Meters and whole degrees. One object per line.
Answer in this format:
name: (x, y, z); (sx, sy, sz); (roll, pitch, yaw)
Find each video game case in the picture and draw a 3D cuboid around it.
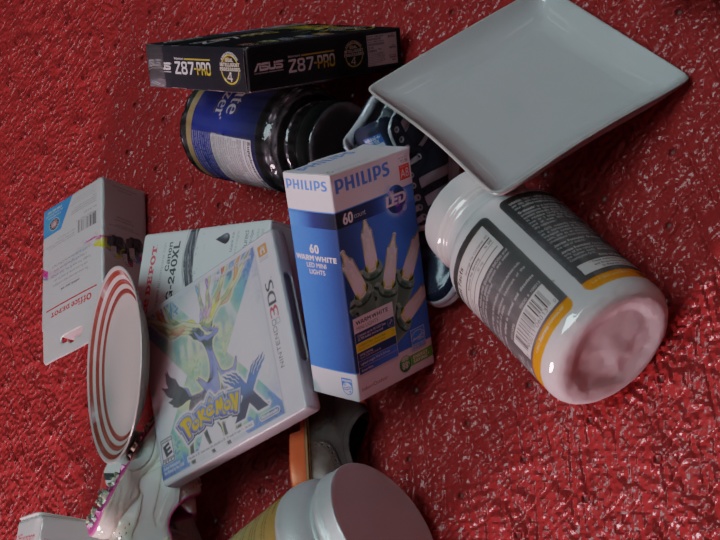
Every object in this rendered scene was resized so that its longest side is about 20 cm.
video game case: (-0.129, 0.085, 1.229); (0.200, 0.022, 0.182); (-32, 58, 34)

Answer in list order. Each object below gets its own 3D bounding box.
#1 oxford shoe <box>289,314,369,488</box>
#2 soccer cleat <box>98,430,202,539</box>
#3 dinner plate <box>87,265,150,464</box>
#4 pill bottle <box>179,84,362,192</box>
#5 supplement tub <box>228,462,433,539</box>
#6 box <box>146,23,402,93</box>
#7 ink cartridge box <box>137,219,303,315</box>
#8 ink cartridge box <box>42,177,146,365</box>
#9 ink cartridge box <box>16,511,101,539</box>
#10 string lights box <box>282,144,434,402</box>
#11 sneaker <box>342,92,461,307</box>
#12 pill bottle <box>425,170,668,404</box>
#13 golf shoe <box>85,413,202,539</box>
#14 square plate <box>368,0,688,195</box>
oxford shoe: (-0.026, 0.124, 1.215); (0.072, 0.071, 0.200); (-7, 61, 9)
soccer cleat: (-0.205, 0.238, 1.331); (0.200, 0.069, 0.085); (39, 107, 49)
dinner plate: (-0.243, 0.095, 1.324); (0.200, 0.024, 0.200); (-177, 90, -66)
pill bottle: (-0.083, -0.136, 1.318); (0.200, 0.112, 0.112); (14, 85, 46)
supplement tub: (-0.047, 0.268, 1.111); (0.200, 0.145, 0.145); (-42, 50, 25)
box: (-0.084, -0.211, 1.289); (0.161, 0.200, 0.049); (11, 111, 47)
ink cartridge box: (-0.140, 0.034, 1.329); (0.200, 0.083, 0.145); (-5, 73, 42)
ink cartridge box: (-0.308, 0.008, 1.511); (0.115, 0.068, 0.200); (-25, 58, 36)
ink cartridge box: (-0.318, 0.358, 1.350); (0.145, 0.083, 0.200); (152, 126, -64)
string lights box: (0.000, 0.000, 1.130); (0.059, 0.103, 0.200); (9, 114, 43)
sneaker: (0.042, -0.070, 1.175); (0.070, 0.108, 0.200); (-21, 61, 38)
pill bottle: (0.143, 0.005, 1.048); (0.116, 0.116, 0.200); (-54, 45, 14)
golf shoe: (-0.191, 0.198, 1.294); (0.200, 0.091, 0.075); (-61, 5, -38)
square plate: (0.139, -0.152, 1.111); (0.198, 0.028, 0.200); (-32, 45, -13)
